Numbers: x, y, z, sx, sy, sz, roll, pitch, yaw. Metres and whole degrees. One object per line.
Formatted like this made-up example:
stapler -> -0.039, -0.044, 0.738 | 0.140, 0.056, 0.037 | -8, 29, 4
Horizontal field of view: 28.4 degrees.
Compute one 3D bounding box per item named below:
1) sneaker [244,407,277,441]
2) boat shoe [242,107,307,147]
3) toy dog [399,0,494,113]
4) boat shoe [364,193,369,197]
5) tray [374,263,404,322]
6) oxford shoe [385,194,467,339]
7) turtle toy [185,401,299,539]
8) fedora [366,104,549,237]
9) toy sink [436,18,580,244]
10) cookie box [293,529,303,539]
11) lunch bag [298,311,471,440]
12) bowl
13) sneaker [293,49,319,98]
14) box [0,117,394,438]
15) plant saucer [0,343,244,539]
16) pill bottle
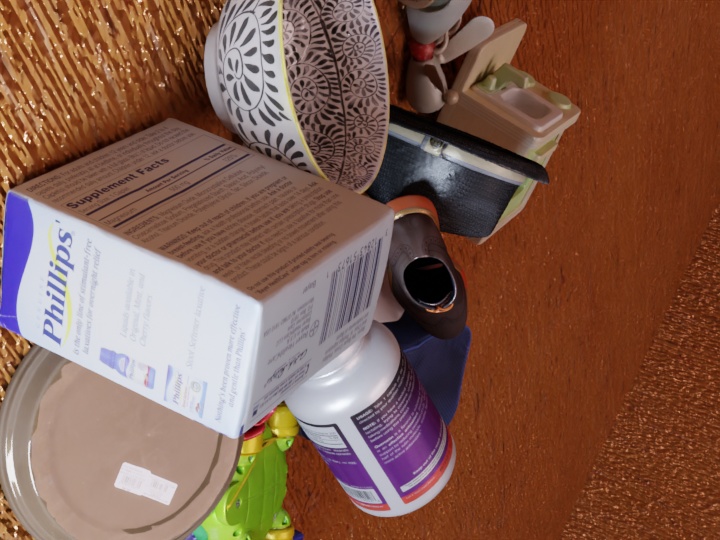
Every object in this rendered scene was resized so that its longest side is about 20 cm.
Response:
sneaker -> -0.108, 0.101, 1.189 | 0.200, 0.115, 0.079 | -24, 132, -61
boat shoe -> -0.080, -0.039, 1.180 | 0.067, 0.073, 0.201 | -43, 148, -51
toy dog -> 0.091, -0.238, 1.380 | 0.132, 0.096, 0.200 | -61, 158, -18
boat shoe -> -0.014, -0.027, 1.359 | 0.200, 0.071, 0.065 | -48, 151, -41
tray -> 0.000, 0.000, 1.314 | 0.199, 0.022, 0.108 | -2, 118, -58
oxford shoe -> 0.061, 0.018, 1.308 | 0.200, 0.071, 0.073 | 61, 11, -52
turtle toy -> -0.128, 0.188, 1.236 | 0.200, 0.100, 0.147 | -8, 102, -67
fedora -> 0.072, -0.089, 1.334 | 0.200, 0.200, 0.092 | 0, 114, -67
toy sink -> 0.154, -0.149, 1.537 | 0.130, 0.112, 0.201 | -36, 155, -55
cookie box -> -0.147, 0.345, 1.380 | 0.171, 0.075, 0.201 | 4, 106, -68
lunch bag -> 0.011, 0.100, 1.452 | 0.199, 0.132, 0.137 | -19, 126, -49
bowl -> -0.057, -0.151, 1.069 | 0.200, 0.094, 0.203 | -6, 90, -68
sneaker -> -0.035, -0.107, 1.229 | 0.099, 0.070, 0.201 | -33, 136, -49
box -> -0.110, -0.003, 0.968 | 0.184, 0.199, 0.106 | -35, 143, -55
plant saucer -> -0.166, 0.119, 1.038 | 0.199, 0.029, 0.202 | -5, 99, -35
pill bottle -> 0.002, 0.120, 1.263 | 0.113, 0.112, 0.201 | -55, 134, -30
